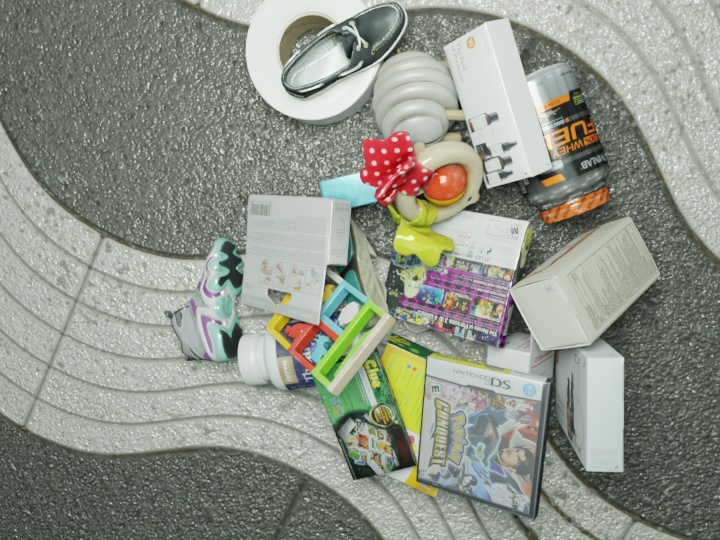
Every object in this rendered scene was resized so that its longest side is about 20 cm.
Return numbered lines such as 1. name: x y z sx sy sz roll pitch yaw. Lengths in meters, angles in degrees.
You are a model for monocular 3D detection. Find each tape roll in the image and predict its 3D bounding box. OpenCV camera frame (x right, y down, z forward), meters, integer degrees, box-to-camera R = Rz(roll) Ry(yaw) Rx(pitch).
1. tape roll: -0.066 -0.324 0.903 0.202 0.071 0.203 1 97 7

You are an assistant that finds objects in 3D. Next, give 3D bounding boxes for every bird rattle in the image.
1. bird rattle: 0.087 -0.117 0.809 0.163 0.113 0.200 -27 134 -5

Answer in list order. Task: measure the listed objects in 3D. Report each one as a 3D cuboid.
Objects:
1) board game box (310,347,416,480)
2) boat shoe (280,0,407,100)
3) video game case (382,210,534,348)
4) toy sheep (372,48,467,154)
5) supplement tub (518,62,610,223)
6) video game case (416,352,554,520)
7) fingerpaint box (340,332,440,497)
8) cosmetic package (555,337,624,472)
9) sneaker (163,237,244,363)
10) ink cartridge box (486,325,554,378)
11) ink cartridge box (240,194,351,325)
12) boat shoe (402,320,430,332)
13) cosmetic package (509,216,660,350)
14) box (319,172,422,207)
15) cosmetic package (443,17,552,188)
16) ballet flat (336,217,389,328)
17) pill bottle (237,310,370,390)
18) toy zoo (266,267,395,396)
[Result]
1. board game box: 0.006 0.216 0.894 0.104 0.023 0.201 -15 108 12
2. boat shoe: -0.022 -0.306 0.833 0.200 0.060 0.076 -37 91 11
3. video game case: 0.136 0.001 0.882 0.199 0.036 0.182 13 89 32
4. toy sheep: 0.082 -0.238 0.861 0.137 0.138 0.201 -9 59 9
5. supplement tub: 0.272 -0.177 0.851 0.122 0.123 0.201 -22 94 10
6. video game case: 0.172 0.232 0.857 0.180 0.025 0.201 9 100 29
7. fingerpaint box: 0.084 0.226 0.952 0.166 0.073 0.201 23 101 5
8. cosmetic package: 0.319 0.170 0.849 0.051 0.200 0.151 0 97 7
9. sneaker: -0.264 0.051 0.978 0.139 0.078 0.201 -7 75 27
10. ink cartridge box: 0.238 0.164 0.896 0.068 0.116 0.201 8 99 34
11. ink cartridge box: -0.103 -0.022 0.901 0.200 0.045 0.177 10 96 45
12. boat shoe: 0.149 0.023 0.930 0.200 0.057 0.067 -47 71 15
13. cosmetic package: 0.314 0.016 0.832 0.200 0.087 0.104 -29 93 -34
14. box: 0.045 -0.132 0.907 0.199 0.082 0.049 -11 96 9
15. cosmetic package: 0.181 -0.217 0.794 0.051 0.082 0.201 -24 98 -35
16. ballet flat: 0.000 0.000 0.923 0.067 0.062 0.201 -43 49 45
17. pill bottle: -0.085 0.128 0.943 0.199 0.111 0.111 -9 96 9
18. toy zoo: -0.056 0.071 0.862 0.200 0.020 0.131 34 85 42
